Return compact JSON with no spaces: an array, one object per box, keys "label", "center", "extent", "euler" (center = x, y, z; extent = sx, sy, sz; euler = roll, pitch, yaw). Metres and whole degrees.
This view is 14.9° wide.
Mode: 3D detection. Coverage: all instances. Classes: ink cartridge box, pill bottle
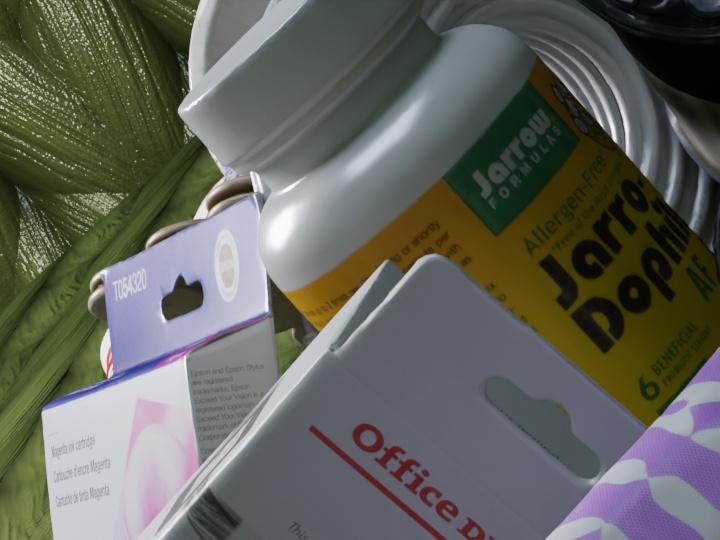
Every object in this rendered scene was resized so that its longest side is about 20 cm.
[{"label":"ink cartridge box","center":[0.008,0.084,0.788],"extent":[0.200,0.116,0.067],"euler":[-48,4,26]},{"label":"ink cartridge box","center":[-0.074,0.086,1.029],"extent":[0.043,0.201,0.196],"euler":[-6,-7,-22]},{"label":"pill bottle","center":[0.038,-0.006,0.884],"extent":[0.113,0.200,0.113],"euler":[-41,9,8]}]

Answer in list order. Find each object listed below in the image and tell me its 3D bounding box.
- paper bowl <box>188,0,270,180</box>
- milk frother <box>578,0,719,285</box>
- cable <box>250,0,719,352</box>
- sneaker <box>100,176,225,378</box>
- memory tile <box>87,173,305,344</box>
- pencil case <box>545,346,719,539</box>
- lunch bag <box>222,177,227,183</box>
[{"label":"paper bowl","center":[0.016,-0.108,1.486],"extent":[0.201,0.201,0.104],"euler":[-41,-19,9]},{"label":"milk frother","center":[0.149,-0.055,0.892],"extent":[0.188,0.180,0.201],"euler":[37,-112,-65]},{"label":"cable","center":[0.051,-0.046,1.010],"extent":[0.199,0.201,0.069],"euler":[-21,-4,-33]},{"label":"sneaker","center":[-0.091,0.017,1.791],"extent":[0.200,0.078,0.116],"euler":[-54,16,10]},{"label":"memory tile","center":[0.000,0.000,1.158],"extent":[0.153,0.199,0.017],"euler":[-33,55,51]},{"label":"pencil case","center":[0.076,0.093,0.658],"extent":[0.085,0.084,0.200],"euler":[21,61,43]},{"label":"lunch bag","center":[0.020,-0.097,1.635],"extent":[0.200,0.122,0.170],"euler":[-47,8,9]}]
